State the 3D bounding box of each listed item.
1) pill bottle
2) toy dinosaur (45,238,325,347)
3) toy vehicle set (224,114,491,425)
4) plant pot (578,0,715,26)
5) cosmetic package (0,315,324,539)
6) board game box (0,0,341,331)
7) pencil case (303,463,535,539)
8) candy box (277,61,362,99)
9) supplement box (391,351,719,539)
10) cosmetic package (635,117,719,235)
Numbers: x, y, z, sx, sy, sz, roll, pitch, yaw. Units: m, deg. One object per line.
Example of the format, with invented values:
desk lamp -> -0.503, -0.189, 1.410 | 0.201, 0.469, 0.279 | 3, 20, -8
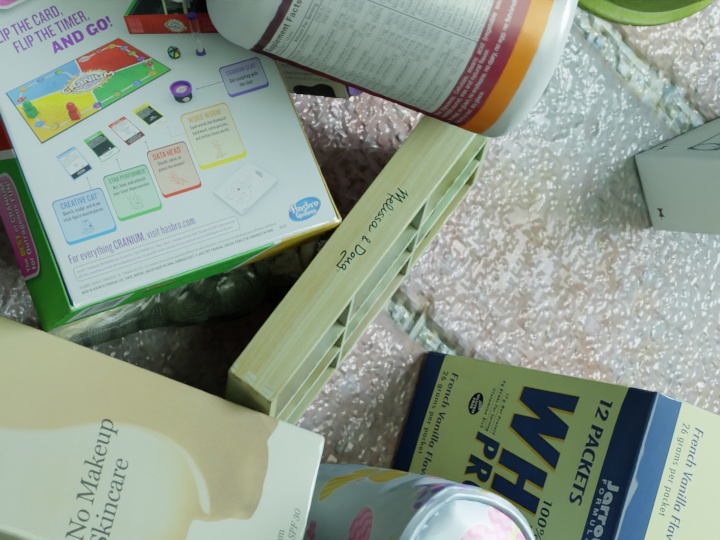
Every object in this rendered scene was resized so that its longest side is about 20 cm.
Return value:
pill bottle -> -0.005, -0.144, 1.222 | 0.199, 0.110, 0.110 | 19, 84, -13
toy dinosaur -> -0.096, -0.006, 1.300 | 0.199, 0.047, 0.089 | -16, 110, -28
toy vehicle set -> 0.000, 0.000, 1.319 | 0.026, 0.124, 0.200 | 35, 73, 8
plant pot -> 0.209, -0.231, 1.390 | 0.199, 0.190, 0.202 | -3, 96, -32
cosmetic package -> -0.126, 0.099, 1.231 | 0.199, 0.071, 0.106 | 21, 64, -20
board game box -> -0.114, -0.090, 1.242 | 0.152, 0.040, 0.201 | -18, 84, -30
pencil case -> 0.011, 0.145, 1.293 | 0.083, 0.200, 0.091 | -8, 92, -26
candy box -> 0.010, -0.214, 1.332 | 0.167, 0.071, 0.201 | -29, 110, -27
supplement box -> 0.145, 0.142, 1.376 | 0.199, 0.199, 0.135 | 21, 83, -33
cosmetic package -> 0.272, -0.064, 1.439 | 0.150, 0.200, 0.052 | -26, 107, -29
